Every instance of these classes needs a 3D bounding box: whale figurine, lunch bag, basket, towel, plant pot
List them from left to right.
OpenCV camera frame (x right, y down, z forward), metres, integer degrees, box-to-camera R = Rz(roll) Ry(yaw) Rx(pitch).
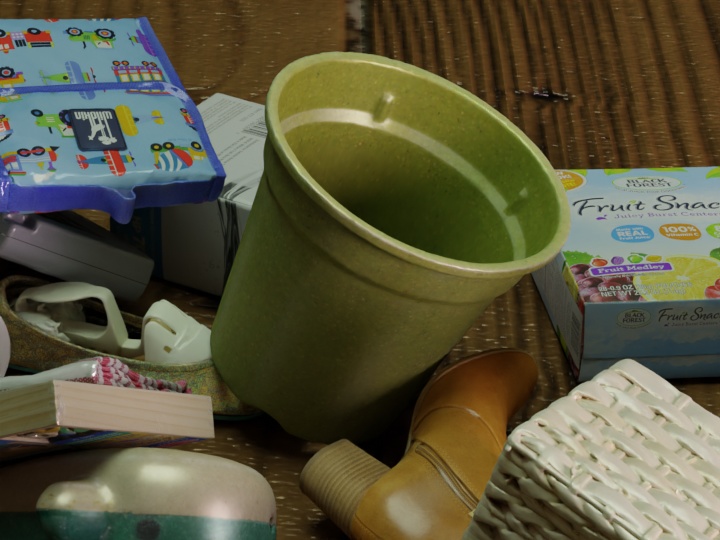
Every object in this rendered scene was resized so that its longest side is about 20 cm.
[{"bbox_3d":[-0.188,0.075,1.473,0.146,0.030,0.200,-9,-12,11],"label":"towel"},{"bbox_3d":[-0.186,-0.083,1.674,0.150,0.094,0.200,-2,31,-24],"label":"lunch bag"},{"bbox_3d":[-0.145,0.152,1.404,0.199,0.104,0.159,-1,-9,9],"label":"whale figurine"},{"bbox_3d":[0.000,0.000,1.583,0.200,0.185,0.201,20,34,-14],"label":"plant pot"},{"bbox_3d":[0.164,0.157,1.360,0.200,0.124,0.135,36,40,24],"label":"basket"}]

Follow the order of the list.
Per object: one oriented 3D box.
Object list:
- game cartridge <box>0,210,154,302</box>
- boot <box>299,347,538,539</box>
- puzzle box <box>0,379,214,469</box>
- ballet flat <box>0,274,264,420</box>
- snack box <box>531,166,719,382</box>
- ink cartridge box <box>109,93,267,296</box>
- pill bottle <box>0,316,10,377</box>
[{"bbox_3d":[-0.228,-0.031,1.731,0.133,0.042,0.200,26,1,-38],"label":"game cartridge"},{"bbox_3d":[0.077,0.127,1.522,0.201,0.071,0.144,-26,46,-38],"label":"boot"},{"bbox_3d":[-0.197,0.093,1.420,0.199,0.026,0.133,-14,-13,34],"label":"puzzle box"},{"bbox_3d":[-0.148,0.044,1.639,0.199,0.071,0.071,12,29,16],"label":"ballet flat"},{"bbox_3d":[0.209,-0.002,1.764,0.168,0.068,0.200,-2,27,-9],"label":"snack box"},{"bbox_3d":[-0.054,-0.042,1.790,0.199,0.086,0.146,18,32,24],"label":"ink cartridge box"},{"bbox_3d":[-0.292,0.017,1.610,0.111,0.112,0.200,-12,27,-26],"label":"pill bottle"}]
